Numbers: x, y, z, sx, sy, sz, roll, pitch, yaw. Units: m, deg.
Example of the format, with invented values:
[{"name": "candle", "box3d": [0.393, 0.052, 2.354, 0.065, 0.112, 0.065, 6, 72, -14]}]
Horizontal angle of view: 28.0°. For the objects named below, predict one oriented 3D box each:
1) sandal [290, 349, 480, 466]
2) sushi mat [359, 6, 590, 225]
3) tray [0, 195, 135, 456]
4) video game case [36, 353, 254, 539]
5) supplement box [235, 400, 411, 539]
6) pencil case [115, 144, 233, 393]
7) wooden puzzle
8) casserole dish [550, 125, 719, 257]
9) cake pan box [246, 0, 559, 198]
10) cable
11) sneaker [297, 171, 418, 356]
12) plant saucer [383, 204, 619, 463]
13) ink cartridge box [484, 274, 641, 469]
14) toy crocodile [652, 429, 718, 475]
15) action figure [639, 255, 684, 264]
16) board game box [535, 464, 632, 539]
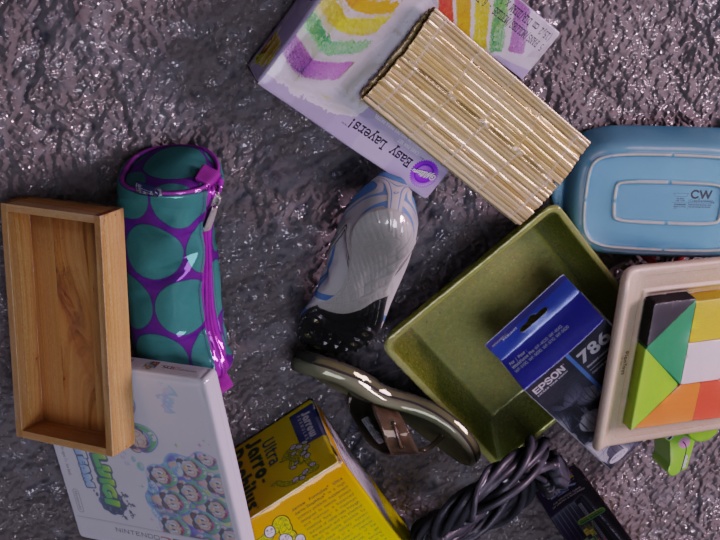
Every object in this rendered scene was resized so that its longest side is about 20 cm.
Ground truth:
[{"name": "sandal", "box3d": [0.018, 0.134, 1.314, 0.201, 0.080, 0.057, 27, 76, -18]}, {"name": "sushi mat", "box3d": [0.098, -0.123, 1.194, 0.200, 0.012, 0.096, 36, 100, -30]}, {"name": "tray", "box3d": [-0.236, 0.044, 1.171, 0.098, 0.037, 0.200, 8, 107, 26]}, {"name": "video game case", "box3d": [-0.186, 0.161, 1.239, 0.182, 0.024, 0.200, 6, 122, 26]}, {"name": "supplement box", "box3d": [-0.028, 0.241, 1.340, 0.109, 0.109, 0.200, -33, 120, 1]}, {"name": "pencil case", "box3d": [-0.151, 0.002, 1.194, 0.085, 0.092, 0.200, -40, 136, -49]}, {"name": "wooden puzzle", "box3d": [0.308, 0.074, 1.308, 0.200, 0.037, 0.185, -8, 119, -23]}, {"name": "casserole dish", "box3d": [0.271, -0.066, 1.285, 0.200, 0.039, 0.121, 2, 111, 0]}, {"name": "cake pan box", "box3d": [0.038, -0.180, 1.183, 0.200, 0.052, 0.184, 34, 105, -29]}, {"name": "cable", "box3d": [0.115, 0.212, 1.352, 0.163, 0.051, 0.200, -30, 163, 8]}, {"name": "sneaker", "box3d": [0.000, 0.000, 1.242, 0.072, 0.073, 0.200, 21, 132, -7]}, {"name": "plant saucer", "box3d": [0.143, 0.054, 1.329, 0.200, 0.048, 0.200, -40, 123, 5]}, {"name": "ink cartridge box", "box3d": [0.208, 0.097, 1.321, 0.099, 0.039, 0.200, -43, 126, 8]}, {"name": "toy crocodile", "box3d": [0.319, 0.104, 1.400, 0.062, 0.068, 0.200, 6, 112, -19]}, {"name": "action figure", "box3d": [0.340, -0.078, 1.328, 0.065, 0.052, 0.200, 30, 103, -22]}, {"name": "board game box", "box3d": [0.263, 0.312, 1.430, 0.057, 0.165, 0.200, -34, 120, 0]}]
